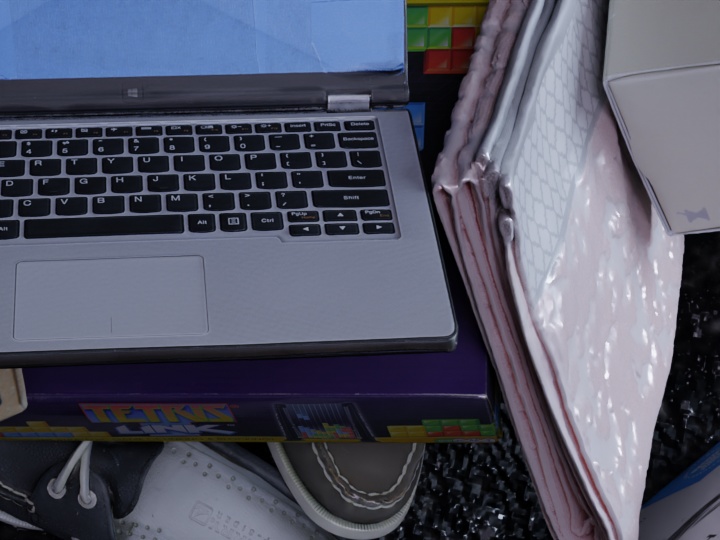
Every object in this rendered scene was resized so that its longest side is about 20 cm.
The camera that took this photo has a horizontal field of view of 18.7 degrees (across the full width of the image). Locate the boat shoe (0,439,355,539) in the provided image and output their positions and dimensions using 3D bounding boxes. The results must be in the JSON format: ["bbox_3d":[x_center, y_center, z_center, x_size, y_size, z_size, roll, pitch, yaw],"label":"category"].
[{"bbox_3d":[-0.085,0.079,0.836,0.199,0.060,0.076,24,78,-12],"label":"boat shoe"}]

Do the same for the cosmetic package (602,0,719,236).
[{"bbox_3d":[0.147,-0.126,0.859,0.072,0.104,0.202,-6,55,20],"label":"cosmetic package"}]

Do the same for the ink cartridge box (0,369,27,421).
[{"bbox_3d":[-0.225,-0.002,0.741,0.164,0.200,0.076,-22,132,-17],"label":"ink cartridge box"}]

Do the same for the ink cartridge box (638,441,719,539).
[{"bbox_3d":[0.160,0.116,0.826,0.116,0.200,0.068,-37,94,-16],"label":"ink cartridge box"}]

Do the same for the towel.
[{"bbox_3d":[0.083,-0.020,0.809,0.201,0.032,0.192,-70,148,-46],"label":"towel"}]

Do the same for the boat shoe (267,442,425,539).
[{"bbox_3d":[-0.003,0.000,0.844,0.071,0.060,0.204,4,67,-18],"label":"boat shoe"}]

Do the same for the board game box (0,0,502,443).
[{"bbox_3d":[-0.046,-0.024,0.798,0.198,0.057,0.167,-1,68,8],"label":"board game box"}]

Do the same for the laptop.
[{"bbox_3d":[-0.071,-0.077,0.671,0.185,0.201,0.117,-2,127,-6],"label":"laptop"}]
